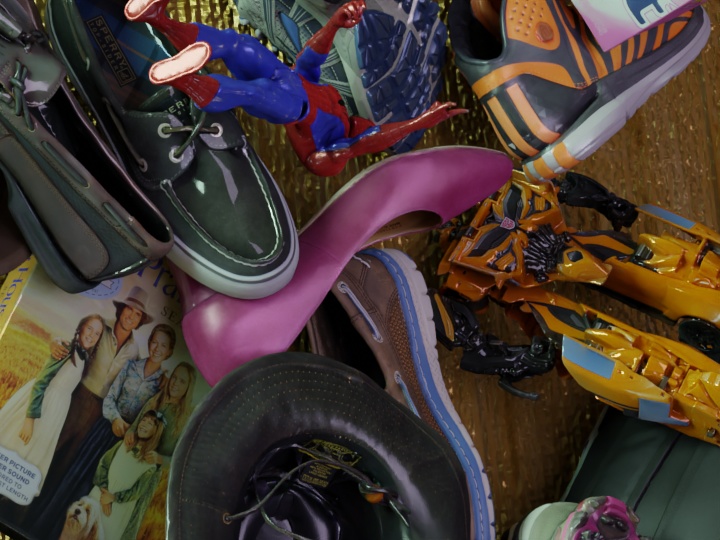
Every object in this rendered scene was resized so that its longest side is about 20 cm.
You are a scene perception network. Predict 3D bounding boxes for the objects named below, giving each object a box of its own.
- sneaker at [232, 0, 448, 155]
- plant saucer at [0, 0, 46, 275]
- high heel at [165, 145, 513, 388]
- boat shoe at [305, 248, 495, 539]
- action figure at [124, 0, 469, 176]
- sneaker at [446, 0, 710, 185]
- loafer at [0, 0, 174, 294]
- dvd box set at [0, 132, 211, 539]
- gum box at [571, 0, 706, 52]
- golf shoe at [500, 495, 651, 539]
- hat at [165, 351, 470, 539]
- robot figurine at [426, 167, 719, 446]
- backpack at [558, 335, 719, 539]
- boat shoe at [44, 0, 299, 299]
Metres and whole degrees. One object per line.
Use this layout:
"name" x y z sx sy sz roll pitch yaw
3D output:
"sneaker" -0.020 -0.142 1.463 0.077 0.085 0.201 -55 137 -27
"plant saucer" -0.207 -0.092 1.318 0.200 0.029 0.202 38 46 -53
"high heel" 0.000 0.000 1.413 0.199 0.067 0.097 -16 76 -24
"boat shoe" 0.010 0.088 1.454 0.072 0.072 0.201 -4 71 -44
"action figure" -0.023 -0.102 1.363 0.200 0.099 0.066 31 35 -61
"sneaker" 0.121 -0.138 1.527 0.112 0.077 0.200 54 38 -6
"loafer" -0.154 -0.080 1.318 0.201 0.062 0.072 62 28 -31
"dvd box set" -0.126 0.052 1.410 0.146 0.029 0.201 35 70 -27
"gum box" 0.133 -0.222 1.451 0.066 0.113 0.201 -35 94 -34
"golf shoe" 0.095 0.218 1.414 0.072 0.092 0.201 27 63 -31
"hat" -0.033 0.147 1.365 0.199 0.081 0.202 16 61 -31
"robot figurine" 0.131 0.011 1.497 0.199 0.058 0.145 24 59 14
"backpack" 0.194 0.153 1.513 0.200 0.177 0.151 -52 130 -33
"boat shoe" -0.097 -0.075 1.372 0.068 0.057 0.201 -30 75 -19
